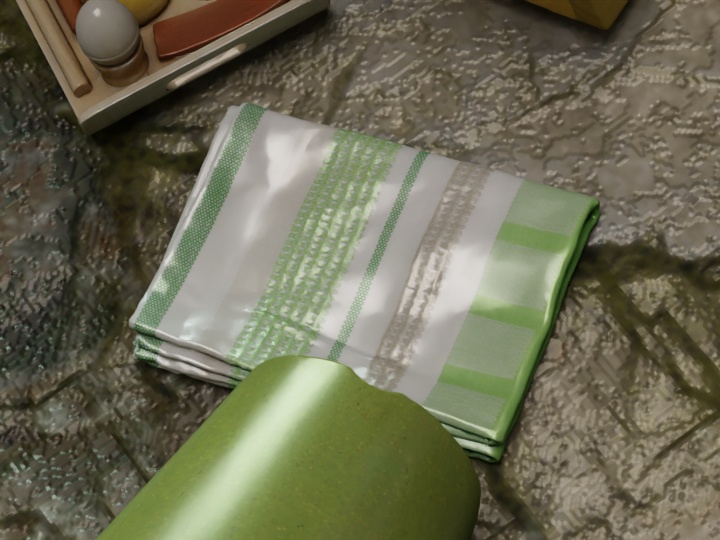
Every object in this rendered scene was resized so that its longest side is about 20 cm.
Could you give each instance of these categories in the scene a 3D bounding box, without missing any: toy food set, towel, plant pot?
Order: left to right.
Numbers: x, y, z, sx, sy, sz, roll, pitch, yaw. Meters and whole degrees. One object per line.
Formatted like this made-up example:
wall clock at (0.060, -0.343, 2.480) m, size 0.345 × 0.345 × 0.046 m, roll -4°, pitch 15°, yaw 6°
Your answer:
toy food set at (-0.120, -0.177, 1.411) m, size 0.143 × 0.060 × 0.200 m, roll -28°, pitch 61°, yaw -2°
plant pot at (-0.041, 0.144, 1.169) m, size 0.199 × 0.200 × 0.190 m, roll 19°, pitch 58°, yaw 21°
towel at (0.000, 0.000, 1.309) m, size 0.199 × 0.031 × 0.150 m, roll 15°, pitch 68°, yaw 20°

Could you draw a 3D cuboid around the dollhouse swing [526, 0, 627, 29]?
dollhouse swing at (0.054, -0.239, 1.320) m, size 0.199 × 0.176 × 0.182 m, roll 24°, pitch 63°, yaw 21°
